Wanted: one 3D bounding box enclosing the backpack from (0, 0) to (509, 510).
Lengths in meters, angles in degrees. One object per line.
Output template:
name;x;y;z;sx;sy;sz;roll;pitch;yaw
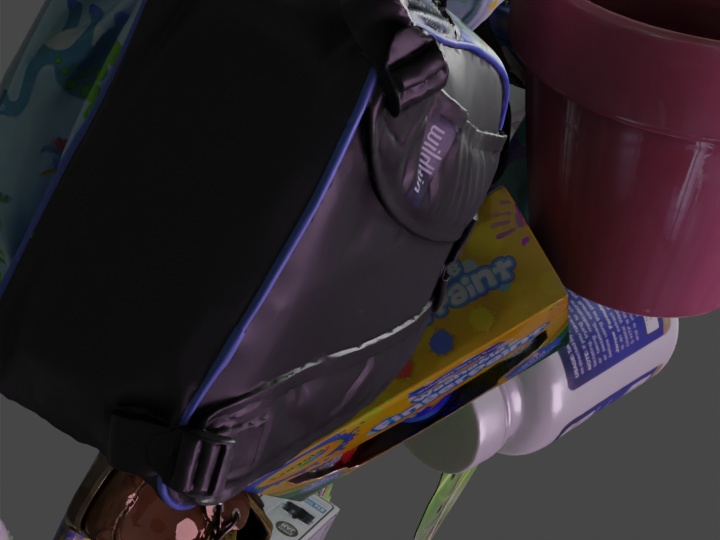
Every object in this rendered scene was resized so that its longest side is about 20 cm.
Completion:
backpack;-0.037;-0.033;0.496;0.184;0.147;0.200;-62;163;14

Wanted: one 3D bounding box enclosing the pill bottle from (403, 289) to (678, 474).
pill bottle;0.116;0.058;0.954;0.199;0.120;0.120;-25;148;-37

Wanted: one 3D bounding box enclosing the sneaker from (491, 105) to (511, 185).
sneaker;0.041;-0.064;0.758;0.200;0.074;0.107;52;34;-63

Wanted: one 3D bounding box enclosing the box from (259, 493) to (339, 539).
box;-0.102;0.255;1.109;0.117;0.060;0.200;-64;166;23

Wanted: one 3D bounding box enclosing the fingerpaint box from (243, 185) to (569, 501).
fingerpaint box;0.018;0.051;0.782;0.199;0.074;0.167;-30;165;1

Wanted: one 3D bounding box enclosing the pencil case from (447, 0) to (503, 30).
pencil case;0.074;-0.197;0.673;0.200;0.083;0.091;-50;141;-33

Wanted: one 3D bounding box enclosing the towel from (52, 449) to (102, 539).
towel;-0.118;0.108;0.799;0.201;0.023;0.144;-59;168;5

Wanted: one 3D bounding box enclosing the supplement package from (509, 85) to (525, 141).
supplement package;0.179;-0.132;1.035;0.110;0.113;0.200;-58;-177;1

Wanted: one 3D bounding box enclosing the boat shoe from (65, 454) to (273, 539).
boat shoe;-0.091;0.127;0.742;0.072;0.068;0.200;-56;166;0

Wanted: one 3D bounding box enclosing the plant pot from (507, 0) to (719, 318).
plant pot;0.171;-0.082;0.757;0.200;0.199;0.180;-42;147;-50

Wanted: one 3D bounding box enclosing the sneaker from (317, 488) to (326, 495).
sneaker;-0.024;0.091;0.997;0.113;0.071;0.200;-54;169;-31

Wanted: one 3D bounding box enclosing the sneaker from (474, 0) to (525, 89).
sneaker;0.088;-0.167;0.848;0.200;0.078;0.090;-41;149;-69

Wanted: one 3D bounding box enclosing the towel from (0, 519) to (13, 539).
towel;-0.201;0.196;0.636;0.149;0.031;0.200;-50;159;-27

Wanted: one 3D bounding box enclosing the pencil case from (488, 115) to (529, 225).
pencil case;0.156;-0.099;0.889;0.092;0.085;0.201;17;112;-42
